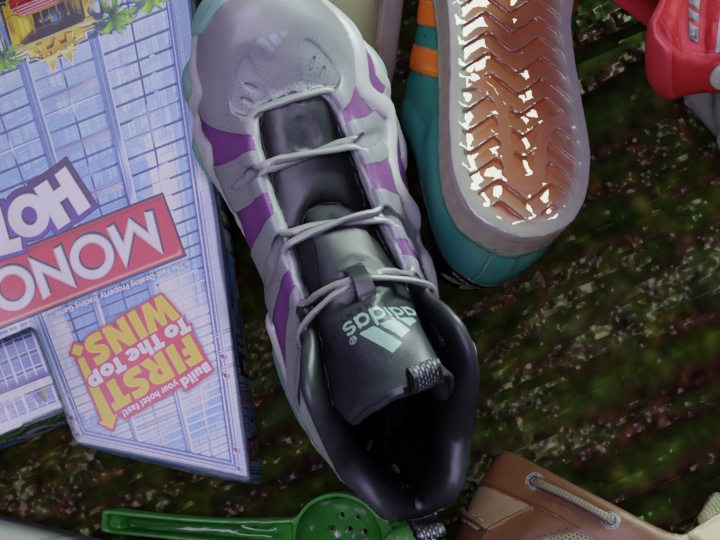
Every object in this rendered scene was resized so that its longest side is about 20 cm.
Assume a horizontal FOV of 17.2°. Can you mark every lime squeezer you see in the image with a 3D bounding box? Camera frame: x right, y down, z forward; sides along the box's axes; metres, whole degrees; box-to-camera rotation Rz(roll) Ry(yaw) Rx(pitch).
[{"bbox_3d":[-0.002,0.102,0.868,0.199,0.070,0.038,11,86,42],"label":"lime squeezer"}]

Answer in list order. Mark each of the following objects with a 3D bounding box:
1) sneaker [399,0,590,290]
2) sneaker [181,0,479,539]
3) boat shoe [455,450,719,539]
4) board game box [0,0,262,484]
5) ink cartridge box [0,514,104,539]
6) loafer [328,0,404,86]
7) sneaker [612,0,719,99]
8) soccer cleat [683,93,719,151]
[{"bbox_3d":[0.047,-0.087,0.897,0.071,0.080,0.201,12,64,-13],"label":"sneaker"},{"bbox_3d":[0.000,0.000,0.821,0.077,0.140,0.201,-22,113,-5],"label":"sneaker"},{"bbox_3d":[0.129,0.119,0.871,0.199,0.076,0.074,17,82,3],"label":"boat shoe"},{"bbox_3d":[-0.122,0.005,0.900,0.199,0.062,0.201,-22,84,1],"label":"board game box"},{"bbox_3d":[-0.085,0.144,0.843,0.199,0.145,0.085,13,86,4],"label":"ink cartridge box"},{"bbox_3d":[-0.016,-0.146,0.894,0.075,0.068,0.201,0,85,27],"label":"loafer"},{"bbox_3d":[0.100,-0.143,0.853,0.084,0.077,0.201,-17,52,-3],"label":"sneaker"},{"bbox_3d":[0.171,-0.043,0.892,0.086,0.070,0.201,-14,80,13],"label":"soccer cleat"}]
